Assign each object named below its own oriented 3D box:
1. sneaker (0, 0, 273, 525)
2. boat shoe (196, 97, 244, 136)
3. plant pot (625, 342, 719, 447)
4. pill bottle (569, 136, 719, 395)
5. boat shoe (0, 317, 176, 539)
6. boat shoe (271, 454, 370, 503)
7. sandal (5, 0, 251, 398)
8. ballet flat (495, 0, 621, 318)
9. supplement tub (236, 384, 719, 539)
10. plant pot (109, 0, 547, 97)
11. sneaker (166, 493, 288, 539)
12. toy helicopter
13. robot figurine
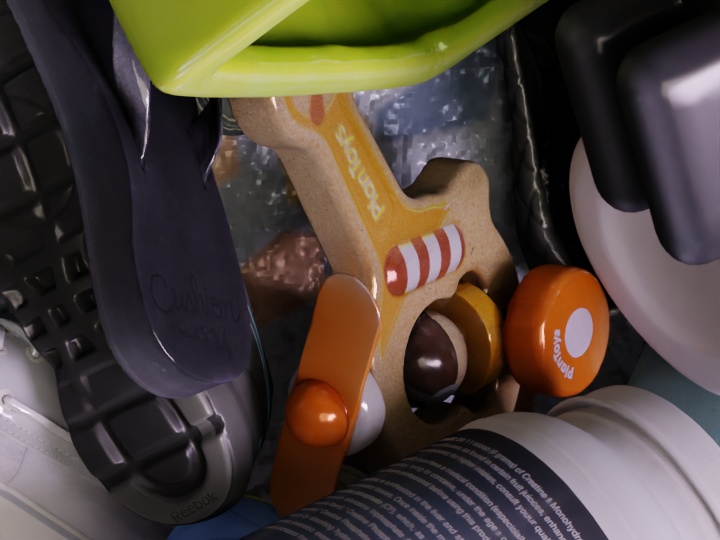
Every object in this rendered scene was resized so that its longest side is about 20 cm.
[{"bbox_3d":[-0.092,-0.010,0.820,0.075,0.079,0.201,-23,97,27],"label":"sneaker"},{"bbox_3d":[-0.003,-0.129,0.811,0.073,0.062,0.201,29,98,-29],"label":"boat shoe"},{"bbox_3d":[0.156,0.090,0.900,0.134,0.200,0.202,21,104,11],"label":"plant pot"},{"bbox_3d":[0.180,-0.052,0.842,0.199,0.112,0.113,-34,118,-21],"label":"pill bottle"},{"bbox_3d":[-0.125,0.055,0.836,0.200,0.072,0.069,39,79,-25],"label":"boat shoe"},{"bbox_3d":[0.048,0.118,0.921,0.200,0.072,0.065,41,59,-30],"label":"boat shoe"},{"bbox_3d":[-0.068,-0.061,0.771,0.043,0.076,0.202,-23,80,30],"label":"sandal"},{"bbox_3d":[0.080,-0.079,0.863,0.066,0.057,0.201,-15,114,-12],"label":"ballet flat"},{"bbox_3d":[0.027,0.131,0.769,0.199,0.140,0.141,-24,117,-25],"label":"supplement tub"},{"bbox_3d":[0.012,-0.176,0.679,0.199,0.199,0.182,-35,82,21],"label":"plant pot"},{"bbox_3d":[-0.009,0.166,0.869,0.200,0.071,0.083,47,74,-22],"label":"sneaker"},{"bbox_3d":[0.000,0.000,0.809,0.133,0.078,0.201,-53,133,-31],"label":"toy helicopter"},{"bbox_3d":[0.161,-0.077,0.716,0.199,0.151,0.125,-26,159,-11],"label":"robot figurine"}]
